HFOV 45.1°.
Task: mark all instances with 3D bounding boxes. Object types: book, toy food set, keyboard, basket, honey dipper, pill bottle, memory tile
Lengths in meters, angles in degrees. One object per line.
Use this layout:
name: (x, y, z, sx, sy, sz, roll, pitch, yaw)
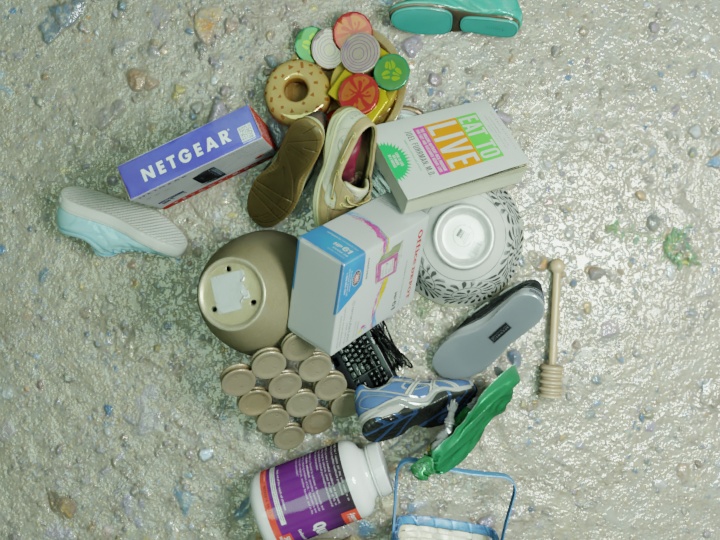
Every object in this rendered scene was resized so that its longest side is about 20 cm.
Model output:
book: (0.120, -0.164, 1.220, 0.196, 0.048, 0.135, -17, 63, -21)
toy food set: (-0.028, -0.271, 1.256, 0.198, 0.049, 0.200, 36, 89, 15)
keyboard: (0.003, 0.114, 1.284, 0.103, 0.040, 0.203, -30, 91, 3)
basket: (0.121, 0.377, 1.233, 0.172, 0.139, 0.205, 11, 99, 1)
honey dipper: (0.286, 0.085, 1.275, 0.037, 0.038, 0.206, 4, 90, 2)
pill bottle: (-0.055, 0.318, 1.252, 0.196, 0.112, 0.115, -21, 90, 2)
memory tile: (-0.097, 0.174, 1.237, 0.151, 0.017, 0.201, -30, 131, 4)

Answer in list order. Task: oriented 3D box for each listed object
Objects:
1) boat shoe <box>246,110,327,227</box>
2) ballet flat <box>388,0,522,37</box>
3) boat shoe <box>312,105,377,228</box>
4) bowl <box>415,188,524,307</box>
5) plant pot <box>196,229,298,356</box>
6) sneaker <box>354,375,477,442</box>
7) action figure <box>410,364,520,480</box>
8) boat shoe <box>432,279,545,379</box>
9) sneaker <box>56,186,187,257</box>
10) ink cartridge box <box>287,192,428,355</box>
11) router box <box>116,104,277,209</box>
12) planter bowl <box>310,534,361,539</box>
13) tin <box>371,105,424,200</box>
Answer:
boat shoe: (-0.098, -0.143, 1.247, 0.073, 0.065, 0.201, 40, 127, -1)
ballet flat: (0.139, -0.384, 1.266, 0.195, 0.068, 0.072, 5, 67, 2)
boat shoe: (-0.018, -0.120, 1.201, 0.073, 0.066, 0.205, -16, 123, -37)
bowl: (0.145, -0.047, 1.249, 0.195, 0.094, 0.206, 0, 91, 3)
plant pot: (-0.153, 0.033, 1.199, 0.182, 0.200, 0.193, 0, 89, 8)
sneaker: (0.081, 0.181, 1.248, 0.196, 0.078, 0.077, -7, 134, -27)
action figure: (0.142, 0.220, 1.211, 0.054, 0.120, 0.199, 32, 56, 30)
boat shoe: (0.185, 0.081, 1.262, 0.073, 0.068, 0.199, 39, 116, -9)
sneaker: (-0.355, -0.054, 1.288, 0.196, 0.074, 0.083, 24, 121, -4)
ink cartridge box: (0.000, 0.000, 1.180, 0.084, 0.199, 0.147, 27, 126, 26)
router box: (-0.221, -0.154, 1.217, 0.196, 0.179, 0.050, -25, 90, 3)
planter bowl: (-0.031, 0.458, 1.209, 0.133, 0.200, 0.202, -35, 90, 2)
tin: (0.029, -0.158, 1.280, 0.199, 0.042, 0.112, -42, 85, 2)
